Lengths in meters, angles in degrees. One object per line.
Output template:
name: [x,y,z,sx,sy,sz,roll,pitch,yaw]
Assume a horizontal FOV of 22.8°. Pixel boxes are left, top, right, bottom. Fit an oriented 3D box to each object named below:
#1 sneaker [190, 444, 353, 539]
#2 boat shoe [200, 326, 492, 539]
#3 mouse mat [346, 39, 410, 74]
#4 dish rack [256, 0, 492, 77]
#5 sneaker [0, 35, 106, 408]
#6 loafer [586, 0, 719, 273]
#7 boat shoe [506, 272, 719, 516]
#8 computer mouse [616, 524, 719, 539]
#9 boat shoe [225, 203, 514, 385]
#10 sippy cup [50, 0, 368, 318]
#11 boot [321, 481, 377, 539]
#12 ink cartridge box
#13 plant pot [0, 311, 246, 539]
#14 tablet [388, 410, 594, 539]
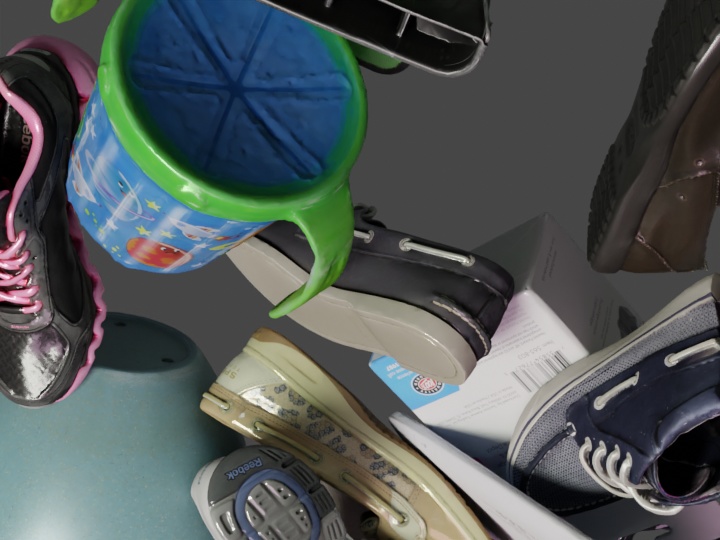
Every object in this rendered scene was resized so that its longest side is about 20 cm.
sneaker: [-0.020,0.173,0.982,0.201,0.074,0.087,56,161,-13]
boat shoe: [-0.001,0.119,1.010,0.200,0.063,0.073,42,169,5]
mouse mat: [-0.018,-0.192,0.841,0.160,0.008,0.200,25,135,-4]
dish rack: [0.014,-0.196,0.784,0.152,0.055,0.201,21,134,-2]
sneaker: [-0.183,-0.021,0.942,0.078,0.095,0.202,3,100,13]
loafer: [0.167,-0.072,0.851,0.071,0.073,0.201,12,140,-6]
boat shoe: [0.135,0.088,0.892,0.074,0.093,0.200,31,131,-12]
computer mouse: [0.127,0.152,1.096,0.198,0.034,0.059,3,112,10]
boat shoe: [0.000,0.000,0.952,0.199,0.063,0.073,23,156,43]
sippy cup: [-0.083,-0.065,0.895,0.139,0.179,0.130,6,154,-27]
boot: [-0.008,0.180,1.048,0.200,0.130,0.068,52,149,13]
ink cartridge box: [0.115,0.076,0.998,0.115,0.068,0.200,-26,118,35]
plant pot: [-0.150,0.103,1.051,0.199,0.200,0.136,14,108,7]
tablet: [0.103,0.152,0.976,0.200,0.014,0.130,31,165,46]
